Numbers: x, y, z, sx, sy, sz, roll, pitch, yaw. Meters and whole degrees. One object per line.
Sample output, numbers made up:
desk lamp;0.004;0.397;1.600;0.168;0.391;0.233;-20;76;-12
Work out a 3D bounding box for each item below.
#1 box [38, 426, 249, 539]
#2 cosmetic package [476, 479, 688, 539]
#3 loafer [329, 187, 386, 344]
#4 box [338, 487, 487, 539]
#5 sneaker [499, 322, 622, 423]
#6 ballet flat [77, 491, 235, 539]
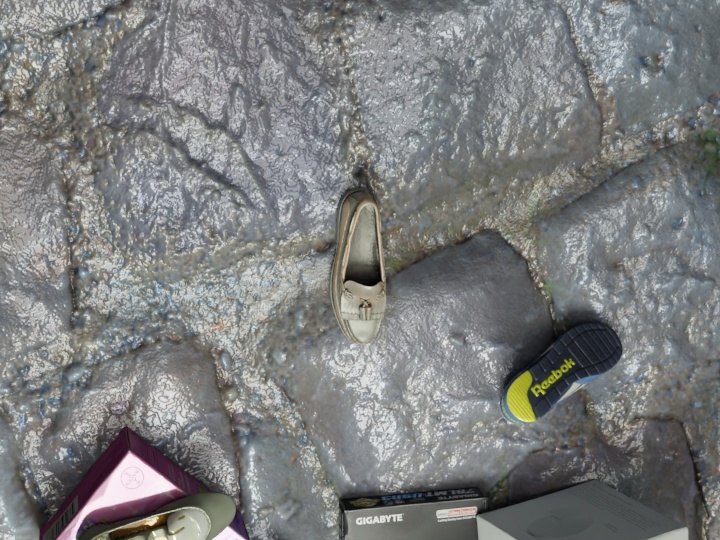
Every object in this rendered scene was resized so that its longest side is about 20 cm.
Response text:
box;-0.272;0.334;1.745;0.200;0.097;0.176;41;91;-18
cosmetic package;0.287;0.378;1.802;0.198;0.199;0.124;-12;105;-24
loafer;0.000;0.000;1.749;0.071;0.063;0.203;-4;103;-12
box;0.071;0.398;1.861;0.197;0.050;0.201;-3;103;-12
sneaker;0.259;0.136;1.837;0.199;0.082;0.074;-30;79;-22
ballet flat;-0.242;0.321;1.666;0.198;0.064;0.068;-15;104;-9
